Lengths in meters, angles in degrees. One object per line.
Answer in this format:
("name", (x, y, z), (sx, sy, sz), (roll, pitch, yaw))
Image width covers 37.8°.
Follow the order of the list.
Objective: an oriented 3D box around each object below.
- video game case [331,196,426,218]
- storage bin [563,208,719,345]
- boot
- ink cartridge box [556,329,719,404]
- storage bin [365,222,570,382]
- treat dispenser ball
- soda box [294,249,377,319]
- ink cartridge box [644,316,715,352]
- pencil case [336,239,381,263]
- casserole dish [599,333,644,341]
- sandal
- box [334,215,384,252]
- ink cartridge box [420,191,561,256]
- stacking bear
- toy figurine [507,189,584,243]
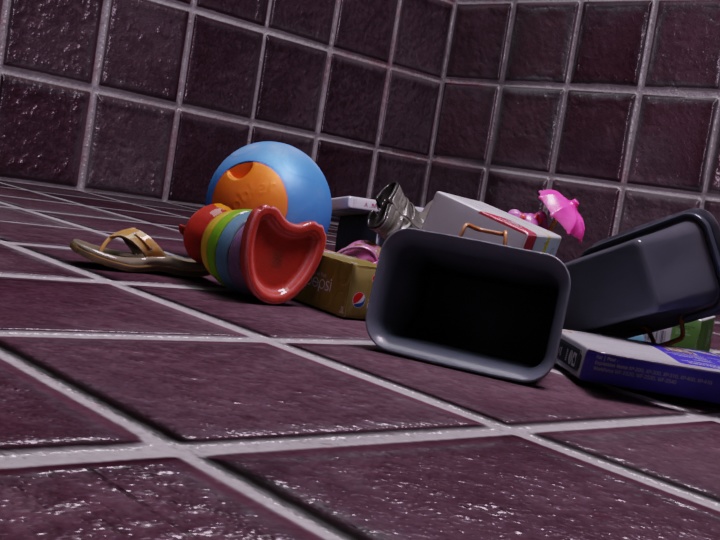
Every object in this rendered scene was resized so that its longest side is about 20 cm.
("video game case", (0.016, -0.102, 1.840), (0.179, 0.023, 0.199), (7, -3, -26))
("storage bin", (0.316, 0.025, 1.244), (0.133, 0.148, 0.199), (-10, -8, -40))
("boot", (0.083, -0.090, 1.661), (0.067, 0.132, 0.201), (-16, 28, 33))
("ink cartridge box", (0.316, 0.105, 1.110), (0.195, 0.044, 0.200), (9, 2, -2))
("storage bin", (0.124, 0.033, 1.100), (0.197, 0.148, 0.134), (11, -5, 18))
("treat dispenser ball", (-0.143, -0.099, 1.647), (0.197, 0.205, 0.201), (9, 5, -1))
("soda box", (-0.043, 0.011, 1.359), (0.063, 0.069, 0.199), (7, 5, -36))
("ink cartridge box", (0.458, 0.086, 1.540), (0.102, 0.060, 0.199), (12, 5, 26))
("pencil case", (0.000, 0.000, 1.516), (0.083, 0.087, 0.200), (39, 7, 2))
("casserole dish", (0.308, 0.081, 1.438), (0.119, 0.040, 0.200), (7, 6, -22))
("sandal", (-0.288, -0.028, 1.398), (0.197, 0.055, 0.080), (8, 5, -29))
("box", (0.074, -0.032, 1.819), (0.197, 0.106, 0.147), (8, -2, -31))
("ink cartridge box", (0.171, -0.011, 1.462), (0.144, 0.147, 0.199), (25, 10, 22))
("stacking bear", (-0.157, -0.033, 1.348), (0.120, 0.116, 0.199), (18, 0, -41))
("toy figurine", (0.262, -0.031, 1.590), (0.196, 0.187, 0.151), (3, 22, -6))
